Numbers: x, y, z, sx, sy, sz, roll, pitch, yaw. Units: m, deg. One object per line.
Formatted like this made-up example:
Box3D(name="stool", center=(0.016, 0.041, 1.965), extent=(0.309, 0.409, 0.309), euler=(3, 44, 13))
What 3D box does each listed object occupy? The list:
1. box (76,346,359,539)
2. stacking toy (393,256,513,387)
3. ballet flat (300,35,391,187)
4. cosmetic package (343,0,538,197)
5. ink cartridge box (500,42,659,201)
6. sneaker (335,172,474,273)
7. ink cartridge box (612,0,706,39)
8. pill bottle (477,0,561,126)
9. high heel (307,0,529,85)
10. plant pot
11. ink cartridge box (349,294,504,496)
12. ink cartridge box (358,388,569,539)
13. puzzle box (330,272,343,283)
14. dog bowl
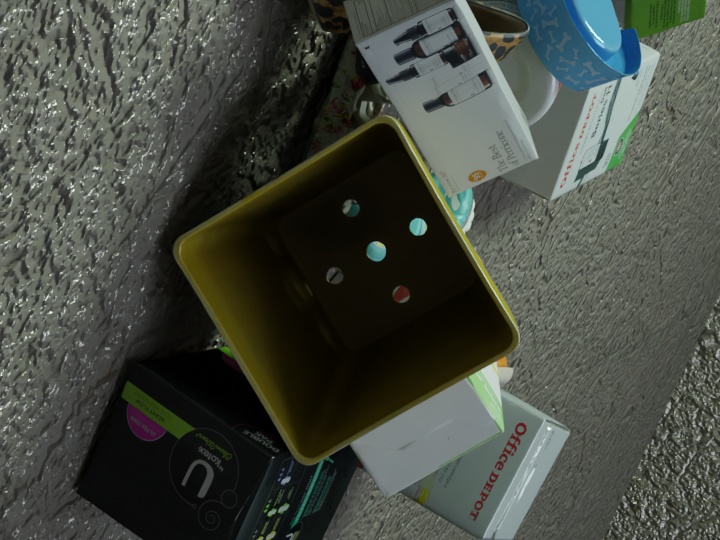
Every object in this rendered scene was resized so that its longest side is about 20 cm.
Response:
Box3D(name="box", center=(-0.106, 0.153, 1.436), extent=(0.200, 0.148, 0.125), euler=(-7, 124, -65))
Box3D(name="stacking toy", center=(0.081, 0.018, 1.750), extent=(0.146, 0.145, 0.203), euler=(8, 81, -68))
Box3D(name="ballet flat", center=(0.005, -0.140, 1.445), extent=(0.075, 0.064, 0.202), euler=(-19, 134, -57))
Box3D(name="cosmetic package", center=(0.064, -0.140, 1.320), extent=(0.082, 0.051, 0.200), euler=(-22, 142, 12))
Box3D(name="ink cartridge box", center=(0.235, -0.174, 1.912), extent=(0.200, 0.083, 0.148), euler=(-27, 140, -55))
Box3D(name="sneaker", center=(0.049, -0.056, 1.646), extent=(0.200, 0.077, 0.080), euler=(-35, 138, -50))
Box3D(name="ink cartridge box", center=(0.235, -0.330, 1.547), extent=(0.075, 0.201, 0.148), euler=(-18, 148, -4))
Box3D(name="pill bottle", center=(0.141, -0.216, 1.549), extent=(0.200, 0.113, 0.115), euler=(-60, 166, -52))
Box3D(name="high heel", center=(0.039, -0.211, 1.309), extent=(0.200, 0.141, 0.072), euler=(51, 34, -57))
Box3D(name="plant pot", center=(0.000, 0.000, 1.383), extent=(0.199, 0.201, 0.176), euler=(-30, -174, 13))
Box3D(name="ink cartridge box", center=(0.053, 0.089, 1.461), extent=(0.116, 0.068, 0.200), euler=(-30, -160, 14))
Box3D(name="ink cartridge box", center=(0.099, 0.182, 1.878), extent=(0.146, 0.199, 0.145), euler=(-61, 159, 1))
Box3D(name="puzzle box", center=(-0.046, 0.087, 1.666), extent=(0.200, 0.025, 0.134), euler=(-49, 156, -30))
Box3D(name="dog bowl", center=(0.170, -0.237, 1.457), extent=(0.049, 0.202, 0.111), euler=(-31, 148, 32))
